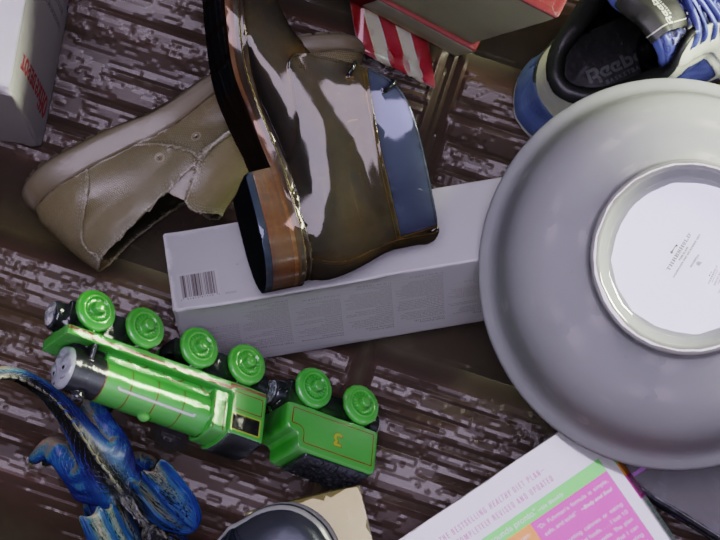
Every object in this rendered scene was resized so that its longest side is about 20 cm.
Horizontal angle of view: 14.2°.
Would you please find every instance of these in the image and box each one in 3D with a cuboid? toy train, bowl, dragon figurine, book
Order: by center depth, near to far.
[{"bbox_3d":[0.158,-0.002,1.434,0.201,0.090,0.201,0,85,1],"label":"bowl"},{"bbox_3d":[-0.120,0.118,1.482,0.059,0.200,0.099,-36,45,-8],"label":"dragon figurine"},{"bbox_3d":[-0.076,0.065,1.496,0.200,0.042,0.056,20,59,-26],"label":"toy train"},{"bbox_3d":[0.121,0.193,1.504,0.134,0.048,0.200,-34,85,7],"label":"book"}]

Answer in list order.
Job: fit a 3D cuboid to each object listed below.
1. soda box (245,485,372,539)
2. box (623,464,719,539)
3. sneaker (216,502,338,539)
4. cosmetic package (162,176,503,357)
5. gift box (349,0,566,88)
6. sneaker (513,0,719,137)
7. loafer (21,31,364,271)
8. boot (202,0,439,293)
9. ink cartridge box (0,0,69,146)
[{"bbox_3d":[-0.008,0.217,1.501,0.064,0.068,0.200,-14,82,-3],"label":"soda box"},{"bbox_3d":[0.232,0.056,1.545,0.143,0.036,0.200,32,81,5],"label":"box"},{"bbox_3d":[-0.081,0.205,1.438,0.078,0.079,0.200,36,94,6],"label":"sneaker"},{"bbox_3d":[0.000,0.000,1.525,0.200,0.083,0.051,-9,64,-2],"label":"cosmetic package"},{"bbox_3d":[0.045,-0.212,1.515,0.200,0.187,0.185,32,80,-15],"label":"gift box"},{"bbox_3d":[0.174,-0.134,1.533,0.199,0.115,0.081,-33,84,-5],"label":"sneaker"},{"bbox_3d":[-0.081,-0.063,1.546,0.200,0.076,0.068,-27,85,4],"label":"loafer"},{"bbox_3d":[-0.023,-0.093,1.480,0.097,0.075,0.200,-9,85,-12],"label":"boot"},{"bbox_3d":[-0.227,-0.183,1.523,0.144,0.147,0.200,9,81,1],"label":"ink cartridge box"}]
